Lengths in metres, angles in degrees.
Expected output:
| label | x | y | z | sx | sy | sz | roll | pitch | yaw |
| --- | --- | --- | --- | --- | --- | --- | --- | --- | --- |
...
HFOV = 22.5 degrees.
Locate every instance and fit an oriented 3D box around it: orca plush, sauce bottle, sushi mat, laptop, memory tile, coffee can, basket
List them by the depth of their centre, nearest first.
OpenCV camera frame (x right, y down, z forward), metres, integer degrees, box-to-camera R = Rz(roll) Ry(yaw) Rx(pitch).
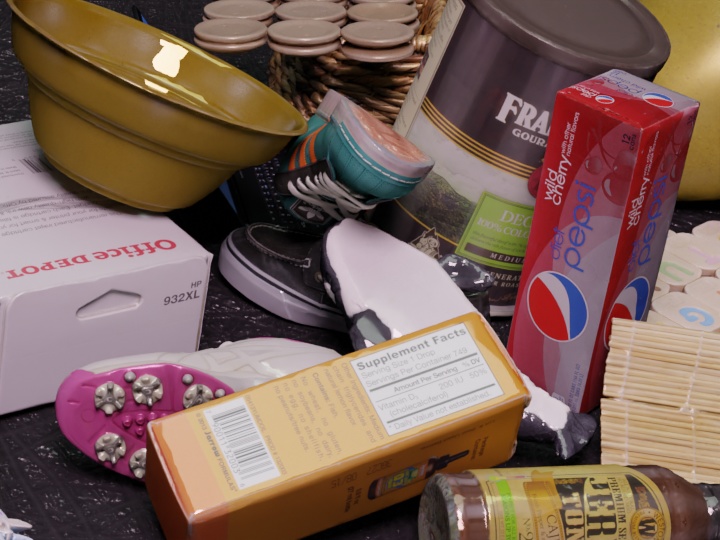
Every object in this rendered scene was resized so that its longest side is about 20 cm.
| label | x | y | z | sx | sy | sz | roll | pitch | yaw |
| --- | --- | --- | --- | --- | --- | --- | --- | --- | --- |
| sauce bottle | 0.133 | 0.135 | 0.980 | 0.198 | 0.065 | 0.065 | -2 | 31 | -16 |
| sushi mat | 0.240 | 0.089 | 1.082 | 0.198 | 0.097 | 0.012 | 8 | -10 | -2 |
| orca plush | 0.052 | 0.053 | 1.093 | 0.199 | 0.071 | 0.106 | 28 | 51 | 4 |
| coffee can | 0.097 | -0.093 | 1.200 | 0.145 | 0.201 | 0.147 | 17 | 32 | -11 |
| memory tile | -0.034 | -0.182 | 1.273 | 0.151 | 0.017 | 0.200 | 1 | 23 | 2 |
| laptop | -0.062 | -0.107 | 1.308 | 0.198 | 0.104 | 0.178 | 1 | 31 | -14 |
| basket | 0.023 | -0.176 | 1.356 | 0.142 | 0.150 | 0.200 | 32 | 24 | -8 |

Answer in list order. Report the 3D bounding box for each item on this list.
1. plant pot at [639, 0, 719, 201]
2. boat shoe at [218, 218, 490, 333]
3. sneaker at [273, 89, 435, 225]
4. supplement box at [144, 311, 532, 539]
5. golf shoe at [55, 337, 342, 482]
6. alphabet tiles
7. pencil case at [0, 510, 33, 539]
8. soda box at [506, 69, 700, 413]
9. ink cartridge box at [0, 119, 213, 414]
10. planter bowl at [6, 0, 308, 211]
| label | x | y | z | sx | sy | sz | roll | pitch | yaw |
| --- | --- | --- | --- | --- | --- | --- | --- | --- | --- |
| plant pot | 0.251 | -0.133 | 1.383 | 0.141 | 0.201 | 0.200 | -26 | 38 | -9 |
| boat shoe | 0.000 | 0.000 | 1.171 | 0.198 | 0.072 | 0.072 | 20 | 31 | 20 |
| sneaker | -0.009 | -0.058 | 1.114 | 0.071 | 0.080 | 0.200 | 33 | 4 | -10 |
| supplement box | -0.012 | 0.091 | 0.963 | 0.198 | 0.067 | 0.069 | -16 | 57 | -19 |
| golf shoe | -0.079 | 0.075 | 1.032 | 0.198 | 0.076 | 0.092 | 5 | 19 | -22 |
| alphabet tiles | 0.233 | 0.011 | 1.275 | 0.195 | 0.015 | 0.199 | 32 | 36 | 34 |
| pencil case | -0.217 | 0.122 | 0.880 | 0.083 | 0.092 | 0.200 | -14 | 36 | -34 |
| soda box | 0.144 | -0.016 | 1.107 | 0.063 | 0.202 | 0.070 | 28 | 34 | 31 |
| ink cartridge box | -0.206 | -0.008 | 1.113 | 0.144 | 0.084 | 0.200 | -13 | 36 | -36 |
| planter bowl | -0.137 | -0.092 | 1.107 | 0.199 | 0.084 | 0.201 | 23 | 14 | -6 |
